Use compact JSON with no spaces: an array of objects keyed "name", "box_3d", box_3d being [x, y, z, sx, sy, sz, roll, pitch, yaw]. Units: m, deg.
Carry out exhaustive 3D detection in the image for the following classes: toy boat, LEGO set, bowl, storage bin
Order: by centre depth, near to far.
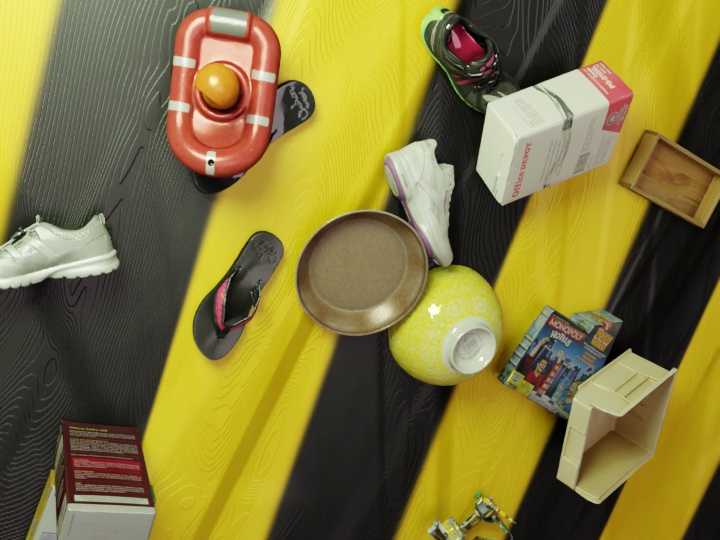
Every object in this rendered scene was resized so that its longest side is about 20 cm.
[{"name":"toy boat","box_3d":[-0.166,-0.212,0.906,0.129,0.131,0.203,7,98,-4]},{"name":"bowl","box_3d":[0.153,0.103,1.201,0.198,0.108,0.203,-8,113,-21]},{"name":"LEGO set","box_3d":[0.210,0.483,1.325,0.153,0.201,0.116,-32,137,7]},{"name":"storage bin","box_3d":[0.448,0.274,1.353,0.197,0.093,0.202,-24,129,-36]}]

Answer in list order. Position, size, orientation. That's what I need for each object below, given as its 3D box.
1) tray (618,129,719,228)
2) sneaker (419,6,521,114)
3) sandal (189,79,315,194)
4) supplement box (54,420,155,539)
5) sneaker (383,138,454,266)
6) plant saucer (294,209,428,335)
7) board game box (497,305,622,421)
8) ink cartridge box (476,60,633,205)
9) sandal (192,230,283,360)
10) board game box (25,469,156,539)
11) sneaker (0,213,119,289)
[{"name":"tray","box_3d":[0.540,-0.154,1.312,0.198,0.037,0.100,20,100,-29]},{"name":"sneaker","box_3d":[0.162,-0.283,1.070,0.199,0.084,0.077,35,94,-30]},{"name":"sandal","box_3d":[-0.144,-0.178,1.000,0.200,0.043,0.076,-42,120,-4]},{"name":"supplement box","box_3d":[-0.339,0.277,0.999,0.108,0.200,0.062,12,106,-26]},{"name":"sneaker","box_3d":[0.109,-0.097,1.123,0.099,0.075,0.202,-30,119,-10]},{"name":"plant saucer","box_3d":[0.000,0.000,1.120,0.197,0.037,0.203,-5,116,-11]},{"name":"board game box","box_3d":[0.353,0.140,1.327,0.199,0.062,0.201,31,95,-30]},{"name":"ink cartridge box","box_3d":[0.279,-0.199,1.120,0.198,0.085,0.146,-22,148,-15]},{"name":"sandal","box_3d":[-0.172,0.038,1.069,0.075,0.045,0.201,27,97,-29]},{"name":"board game box","box_3d":[-0.404,0.397,1.108,0.152,0.040,0.202,19,101,-28]},{"name":"sneaker","box_3d":[-0.404,-0.026,0.941,0.198,0.075,0.083,-10,99,-26]}]
